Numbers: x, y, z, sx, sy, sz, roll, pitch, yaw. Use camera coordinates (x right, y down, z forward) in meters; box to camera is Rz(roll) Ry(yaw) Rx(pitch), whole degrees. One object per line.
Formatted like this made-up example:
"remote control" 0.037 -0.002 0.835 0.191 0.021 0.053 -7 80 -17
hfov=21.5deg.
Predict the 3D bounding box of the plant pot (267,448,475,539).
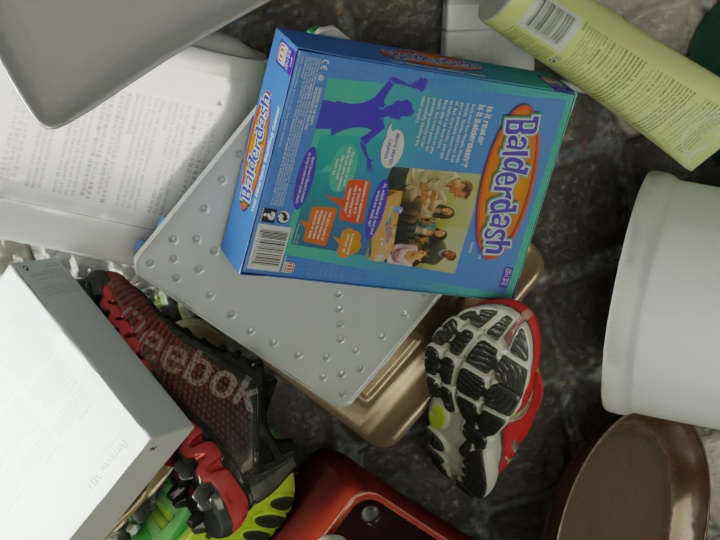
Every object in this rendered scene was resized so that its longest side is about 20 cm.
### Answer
"plant pot" 0.000 0.240 1.326 0.200 0.176 0.200 35 97 -21

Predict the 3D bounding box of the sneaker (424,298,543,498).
"sneaker" 0.093 0.074 1.315 0.085 0.077 0.200 -43 159 -31

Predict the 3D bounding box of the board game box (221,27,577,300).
"board game box" 0.025 -0.064 1.212 0.199 0.045 0.152 7 111 -25

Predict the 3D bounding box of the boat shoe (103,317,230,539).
"boat shoe" -0.156 0.123 1.310 0.072 0.065 0.200 37 97 -21

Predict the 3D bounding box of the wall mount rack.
"wall mount rack" 0.124 -0.173 1.268 0.173 0.075 0.201 -5 111 -15

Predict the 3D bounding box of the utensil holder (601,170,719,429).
"utensil holder" 0.278 0.034 1.281 0.199 0.170 0.170 12 108 15

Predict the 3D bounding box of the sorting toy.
"sorting toy" 0.000 0.000 1.324 0.200 0.036 0.185 39 96 -17

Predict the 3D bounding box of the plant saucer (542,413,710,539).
"plant saucer" 0.190 0.192 1.385 0.200 0.032 0.201 -16 111 -46

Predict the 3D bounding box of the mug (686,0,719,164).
"mug" 0.307 -0.136 1.300 0.152 0.114 0.185 -21 112 -5

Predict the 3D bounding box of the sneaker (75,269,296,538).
"sneaker" -0.113 0.075 1.252 0.098 0.071 0.201 -29 73 -24

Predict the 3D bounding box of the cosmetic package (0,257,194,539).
"cosmetic package" -0.218 0.114 1.228 0.151 0.052 0.200 50 118 19

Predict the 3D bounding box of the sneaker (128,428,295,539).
"sneaker" -0.117 0.183 1.337 0.074 0.084 0.200 39 115 -24

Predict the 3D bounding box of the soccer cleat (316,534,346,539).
"soccer cleat" -0.052 0.256 1.190 0.077 0.069 0.201 12 108 -13

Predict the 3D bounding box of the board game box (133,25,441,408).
"board game box" -0.020 -0.033 1.250 0.200 0.026 0.200 36 96 -32

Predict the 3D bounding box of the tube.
"tube" 0.168 -0.133 1.233 0.200 0.058 0.052 30 84 -21

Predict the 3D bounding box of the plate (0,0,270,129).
"plate" -0.167 -0.215 1.169 0.200 0.032 0.200 -34 95 -19

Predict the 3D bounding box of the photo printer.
"photo printer" -0.160 -0.088 1.235 0.199 0.069 0.167 11 105 -17
